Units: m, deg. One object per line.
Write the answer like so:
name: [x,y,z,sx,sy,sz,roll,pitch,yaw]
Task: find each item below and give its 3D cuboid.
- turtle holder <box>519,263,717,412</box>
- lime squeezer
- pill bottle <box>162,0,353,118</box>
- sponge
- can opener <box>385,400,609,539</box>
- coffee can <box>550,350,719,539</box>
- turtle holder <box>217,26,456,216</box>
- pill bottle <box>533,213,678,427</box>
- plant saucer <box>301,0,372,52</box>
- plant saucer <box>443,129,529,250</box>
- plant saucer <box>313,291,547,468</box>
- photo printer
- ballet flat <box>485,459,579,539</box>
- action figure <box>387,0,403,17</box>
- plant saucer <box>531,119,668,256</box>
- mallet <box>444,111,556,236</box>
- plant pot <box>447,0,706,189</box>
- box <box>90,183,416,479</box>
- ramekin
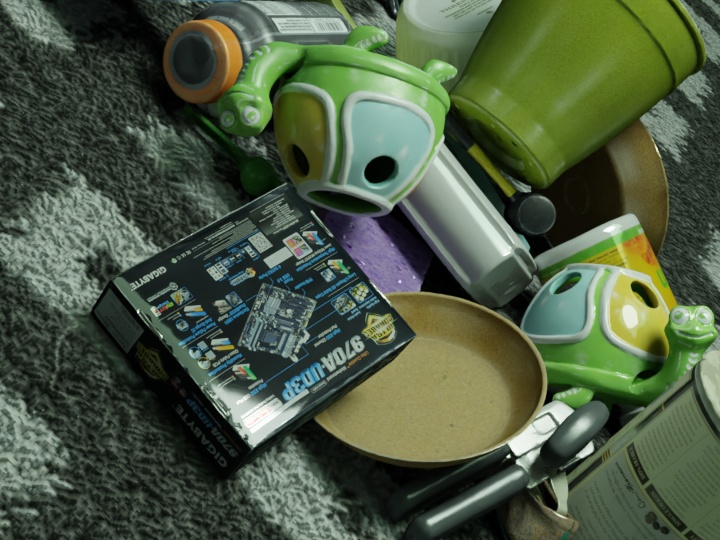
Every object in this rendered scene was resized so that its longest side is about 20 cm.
turtle holder: [0.214,0.063,1.482,0.140,0.133,0.185,13,-7,-9]
lime squeezer: [-0.096,-0.064,1.437,0.070,0.038,0.201,-8,52,-19]
pill bottle: [-0.092,-0.190,1.523,0.106,0.106,0.200,52,29,14]
sponge: [0.000,0.000,1.470,0.111,0.030,0.200,41,28,-9]
can opener: [0.111,0.147,1.306,0.199,0.067,0.053,-23,68,-36]
coffee can: [0.263,0.184,1.389,0.146,0.200,0.147,32,30,-22]
turtle holder: [-0.013,-0.125,1.411,0.185,0.140,0.133,28,70,-54]
pill bottle: [0.253,0.057,1.617,0.111,0.111,0.201,-20,84,-60]
plant saucer: [-0.007,-0.214,1.687,0.201,0.031,0.200,58,6,-9]
plant saucer: [0.103,-0.095,1.659,0.201,0.019,0.070,58,-12,-7]
plant saucer: [0.045,0.091,1.319,0.199,0.036,0.201,2,38,-1]
photo printer: [0.075,-0.065,1.568,0.200,0.069,0.166,53,4,14]
ballet flat: [0.129,0.149,1.400,0.068,0.067,0.201,19,36,-45]
action figure: [0.131,-0.283,1.958,0.199,0.105,0.194,16,49,-37]
plant saucer: [0.232,-0.080,1.723,0.035,0.201,0.201,-13,59,-32]
mallet: [0.107,-0.111,1.594,0.200,0.041,0.066,48,-4,0]
plant pot: [0.187,-0.188,1.600,0.200,0.193,0.200,41,-8,7]
box: [-0.075,0.038,1.242,0.159,0.046,0.200,49,45,9]
ramekin: [0.127,-0.245,1.763,0.203,0.201,0.095,-92,173,-53]
